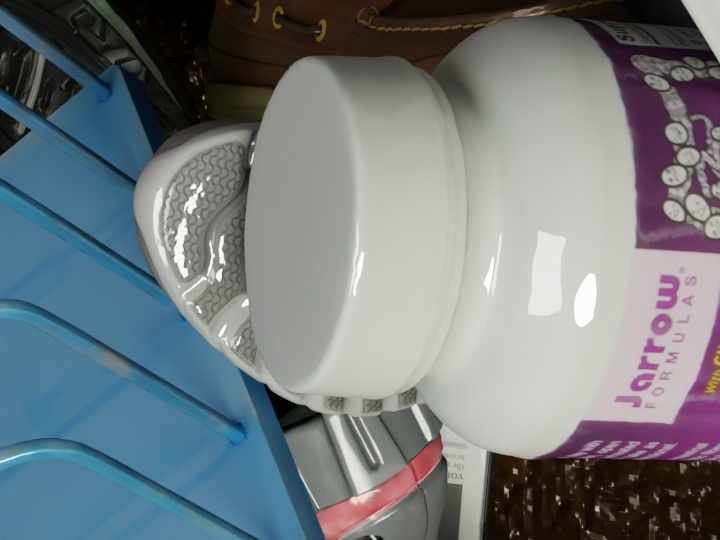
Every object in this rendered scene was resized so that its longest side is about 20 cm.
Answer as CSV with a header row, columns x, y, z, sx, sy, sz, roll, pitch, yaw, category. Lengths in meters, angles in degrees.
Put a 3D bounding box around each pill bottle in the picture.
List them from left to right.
x,y,z,sx,sy,sz,roll,pitch,yaw,category
0.076,-0.007,0.676,0.112,0.199,0.113,-178,90,-69,pill bottle

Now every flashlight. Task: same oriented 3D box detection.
x,y,z,sx,sy,sz,roll,pitch,yaw,category
0.027,0.121,0.841,0.068,0.068,0.201,-24,103,12,flashlight

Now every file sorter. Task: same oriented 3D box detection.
x,y,z,sx,sy,sz,roll,pitch,yaw,category
-0.121,0.030,0.723,0.139,0.123,0.201,-37,50,16,file sorter

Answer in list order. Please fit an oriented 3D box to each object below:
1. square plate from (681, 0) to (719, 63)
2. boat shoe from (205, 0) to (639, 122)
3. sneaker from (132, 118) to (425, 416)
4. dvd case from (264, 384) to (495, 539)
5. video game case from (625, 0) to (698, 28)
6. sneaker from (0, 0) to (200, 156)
x,y,z,sx,sy,sz,roll,pitch,yaw,category
0.162,-0.112,0.619,0.197,0.028,0.201,-31,81,3,square plate
0.010,-0.075,0.795,0.200,0.072,0.068,4,101,57,boat shoe
0.000,0.000,0.769,0.082,0.199,0.075,28,95,42,sneaker
-0.034,0.130,0.902,0.149,0.025,0.201,6,110,7,dvd case
0.104,-0.155,0.704,0.142,0.019,0.201,-13,106,35,video game case
-0.116,-0.084,0.913,0.200,0.079,0.074,35,115,37,sneaker
